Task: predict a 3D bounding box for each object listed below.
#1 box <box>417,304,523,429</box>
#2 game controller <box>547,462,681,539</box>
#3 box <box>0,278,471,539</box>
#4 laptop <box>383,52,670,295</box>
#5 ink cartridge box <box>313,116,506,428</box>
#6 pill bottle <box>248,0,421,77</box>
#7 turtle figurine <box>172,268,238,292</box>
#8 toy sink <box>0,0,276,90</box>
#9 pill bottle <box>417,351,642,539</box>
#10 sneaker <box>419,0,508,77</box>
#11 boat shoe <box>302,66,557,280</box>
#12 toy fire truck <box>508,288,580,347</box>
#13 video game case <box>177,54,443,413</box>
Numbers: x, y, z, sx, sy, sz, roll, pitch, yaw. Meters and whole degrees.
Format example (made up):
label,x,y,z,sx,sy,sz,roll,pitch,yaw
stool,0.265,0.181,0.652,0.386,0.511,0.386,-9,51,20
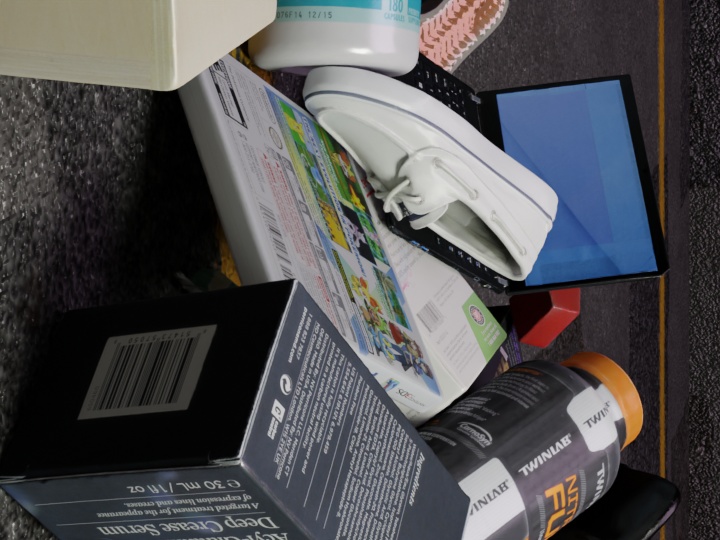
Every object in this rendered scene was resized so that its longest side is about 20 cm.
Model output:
label,x,y,z,sx,sy,sz,roll,pitch,yaw
box,0.044,0.115,1.318,0.200,0.121,0.107,-53,134,-61
game controller,0.147,0.173,1.246,0.042,0.104,0.200,60,-15,-10
box,-0.057,0.112,0.909,0.200,0.147,0.108,52,42,-40
laptop,0.108,-0.086,1.245,0.199,0.103,0.179,29,44,-43
ink cartridge box,0.000,0.000,1.182,0.201,0.067,0.117,52,25,-1
pill bottle,-0.014,-0.226,1.126,0.111,0.110,0.202,-3,95,-72
turtle figurine,-0.060,0.083,1.062,0.200,0.100,0.151,56,40,-70
toy sink,-0.113,-0.201,0.827,0.130,0.111,0.202,-51,145,-61
pill bottle,0.098,0.127,1.165,0.199,0.106,0.107,-31,126,-34
sneaker,0.028,-0.170,1.336,0.200,0.079,0.072,-40,118,-39
boat shoe,0.043,-0.059,1.127,0.199,0.073,0.066,28,67,-24
toy fire truck,0.087,-0.048,1.356,0.049,0.140,0.201,-49,-144,41
video game case,-0.032,-0.028,1.030,0.182,0.022,0.201,32,31,-54
